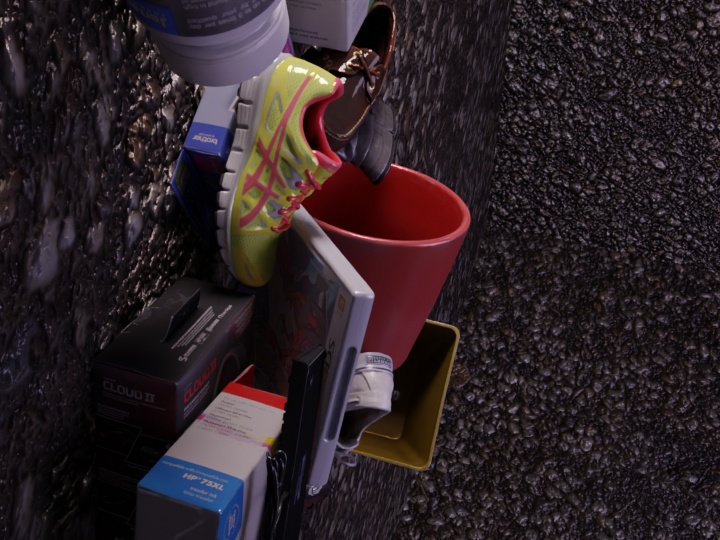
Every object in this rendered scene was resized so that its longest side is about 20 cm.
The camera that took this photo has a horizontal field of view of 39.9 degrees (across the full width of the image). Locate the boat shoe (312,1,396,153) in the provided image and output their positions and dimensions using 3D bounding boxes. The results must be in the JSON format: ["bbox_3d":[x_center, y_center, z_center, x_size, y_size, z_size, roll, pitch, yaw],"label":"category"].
[{"bbox_3d":[-0.010,-0.193,0.959,0.070,0.070,0.201,-30,-147,37],"label":"boat shoe"}]

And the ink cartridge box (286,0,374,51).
[{"bbox_3d":[-0.030,-0.331,0.915,0.201,0.086,0.146,93,14,-45],"label":"ink cartridge box"}]

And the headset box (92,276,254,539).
[{"bbox_3d":[-0.150,0.112,0.817,0.149,0.074,0.202,-54,154,-60],"label":"headset box"}]

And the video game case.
[{"bbox_3d":[-0.055,0.053,0.869,0.200,0.023,0.184,50,-48,54],"label":"video game case"}]

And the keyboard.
[{"bbox_3d":[-0.058,0.163,0.750,0.127,0.020,0.203,-39,137,-79],"label":"keyboard"}]

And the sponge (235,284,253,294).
[{"bbox_3d":[-0.099,0.029,1.094,0.201,0.029,0.113,-62,159,-51],"label":"sponge"}]

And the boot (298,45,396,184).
[{"bbox_3d":[-0.025,-0.122,0.993,0.070,0.131,0.202,-27,-142,48],"label":"boot"}]

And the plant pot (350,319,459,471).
[{"bbox_3d":[0.017,0.165,1.435,0.176,0.198,0.202,102,2,-81],"label":"plant pot"}]

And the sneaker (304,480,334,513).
[{"bbox_3d":[-0.084,0.300,1.199,0.114,0.076,0.202,-12,126,-29],"label":"sneaker"}]

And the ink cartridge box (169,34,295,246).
[{"bbox_3d":[-0.106,-0.131,0.877,0.120,0.041,0.202,76,30,-64],"label":"ink cartridge box"}]

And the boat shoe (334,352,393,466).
[{"bbox_3d":[-0.025,0.162,1.032,0.202,0.074,0.087,-39,-133,46],"label":"boat shoe"}]

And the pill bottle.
[{"bbox_3d":[-0.104,-0.214,0.612,0.201,0.112,0.115,80,25,-61],"label":"pill bottle"}]

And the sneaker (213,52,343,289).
[{"bbox_3d":[-0.063,-0.078,0.821,0.078,0.089,0.202,-40,142,-72],"label":"sneaker"}]

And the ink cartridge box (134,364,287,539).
[{"bbox_3d":[-0.100,0.170,0.771,0.200,0.067,0.117,-50,150,-63],"label":"ink cartridge box"}]

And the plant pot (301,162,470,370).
[{"bbox_3d":[0.000,0.000,1.051,0.201,0.198,0.179,-57,163,-59],"label":"plant pot"}]
